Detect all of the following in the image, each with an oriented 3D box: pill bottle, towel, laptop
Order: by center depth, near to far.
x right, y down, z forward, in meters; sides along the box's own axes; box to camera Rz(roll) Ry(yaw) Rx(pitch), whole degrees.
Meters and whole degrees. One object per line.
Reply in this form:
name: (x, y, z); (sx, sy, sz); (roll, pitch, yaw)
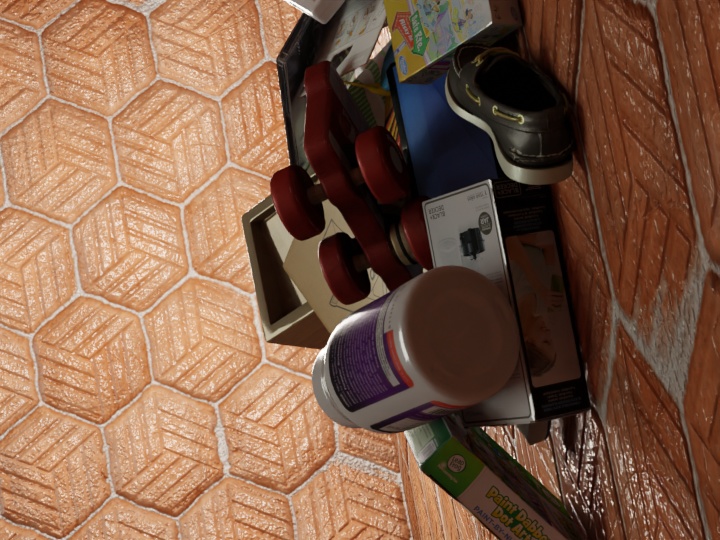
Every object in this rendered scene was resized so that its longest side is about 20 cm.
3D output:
pill bottle: (0.037, 0.074, 1.335); (0.200, 0.111, 0.113); (-30, 68, 59)
laptop: (0.079, -0.149, 1.445); (0.200, 0.102, 0.179); (65, -167, -76)
towel: (0.038, -0.147, 1.715); (0.153, 0.023, 0.200); (63, -148, -19)

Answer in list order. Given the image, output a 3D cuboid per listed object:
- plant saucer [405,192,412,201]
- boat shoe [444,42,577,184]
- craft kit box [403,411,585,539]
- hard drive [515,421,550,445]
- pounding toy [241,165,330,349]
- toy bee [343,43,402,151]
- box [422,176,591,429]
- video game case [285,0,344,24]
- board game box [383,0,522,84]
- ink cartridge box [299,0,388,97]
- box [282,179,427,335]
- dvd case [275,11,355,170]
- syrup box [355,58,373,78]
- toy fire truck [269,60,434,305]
plant saucer: (0.074, -0.020, 1.678); (0.200, 0.034, 0.202); (3, -90, -75)
boat shoe: (0.116, -0.138, 1.248); (0.202, 0.071, 0.061); (-118, 22, -55)
craft kit box: (0.119, 0.191, 1.419); (0.198, 0.048, 0.200); (46, -176, -14)
hard drive: (0.123, 0.051, 1.520); (0.133, 0.025, 0.200); (87, 157, -44)
pounding toy: (-0.015, -0.041, 1.776); (0.184, 0.141, 0.202); (-32, 60, 38)
toy bee: (0.056, -0.196, 1.649); (0.201, 0.130, 0.109); (-62, 7, -21)
box: (0.121, 0.028, 1.349); (0.116, 0.060, 0.202); (-17, 82, 61)
video game case: (0.002, -0.332, 1.548); (0.023, 0.200, 0.182); (38, -176, -21)
board game box: (0.065, -0.278, 1.375); (0.134, 0.034, 0.202); (-27, 70, 52)
ink cartridge box: (0.019, -0.250, 1.535); (0.200, 0.043, 0.175); (-10, 58, 70)
box: (0.000, 0.000, 1.612); (0.200, 0.021, 0.164); (53, 134, 34)
dvd case: (-0.043, -0.207, 1.666); (0.201, 0.016, 0.149); (86, -154, -58)
syrup box: (0.046, -0.208, 1.925); (0.200, 0.081, 0.080); (-114, 17, -75)
toy fire truck: (0.005, -0.076, 1.463); (0.201, 0.111, 0.169); (55, -158, -31)
